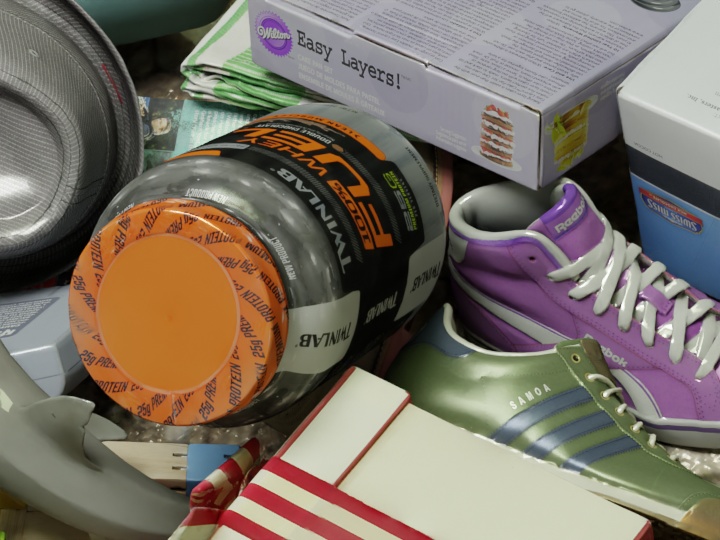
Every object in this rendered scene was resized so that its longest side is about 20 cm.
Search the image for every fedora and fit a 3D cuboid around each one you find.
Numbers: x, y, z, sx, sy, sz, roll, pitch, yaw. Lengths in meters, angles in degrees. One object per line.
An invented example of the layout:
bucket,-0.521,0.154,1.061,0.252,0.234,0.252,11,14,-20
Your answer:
fedora,-0.210,-0.072,1.486,0.200,0.090,0.177,30,100,-3

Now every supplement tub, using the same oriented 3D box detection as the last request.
supplement tub,-0.046,-0.002,1.328,0.122,0.123,0.200,6,15,19

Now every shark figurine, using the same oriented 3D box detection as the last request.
shark figurine,-0.111,0.082,1.337,0.214,0.090,0.128,21,51,-4

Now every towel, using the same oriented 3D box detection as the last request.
towel,0.024,-0.120,1.546,0.200,0.023,0.153,13,40,21

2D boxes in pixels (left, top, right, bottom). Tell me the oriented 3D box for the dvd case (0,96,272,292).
dvd case,-0.112,-0.021,1.542,0.199,0.022,0.146,4,73,19

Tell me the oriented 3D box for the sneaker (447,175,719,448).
sneaker,0.128,0.016,1.421,0.200,0.114,0.073,16,54,24

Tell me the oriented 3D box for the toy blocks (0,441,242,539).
toy blocks,-0.117,0.150,1.388,0.136,0.100,0.200,2,41,-1

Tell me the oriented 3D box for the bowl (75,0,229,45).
bowl,-0.172,-0.198,1.615,0.105,0.201,0.201,-35,50,-26

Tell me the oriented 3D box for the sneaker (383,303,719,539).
sneaker,0.104,0.073,1.381,0.200,0.067,0.090,17,69,14

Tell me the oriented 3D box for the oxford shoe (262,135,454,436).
oxford shoe,0.000,0.000,1.475,0.075,0.071,0.200,15,56,-2

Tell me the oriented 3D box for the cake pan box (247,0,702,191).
cake pan box,0.069,-0.130,1.495,0.200,0.052,0.184,25,40,31

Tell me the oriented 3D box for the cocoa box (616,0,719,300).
cocoa box,0.246,-0.047,1.432,0.200,0.131,0.133,27,60,32

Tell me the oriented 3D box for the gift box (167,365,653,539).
gift box,0.005,0.174,1.266,0.186,0.185,0.200,26,54,29

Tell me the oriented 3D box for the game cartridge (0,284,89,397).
game cartridge,-0.222,0.048,1.474,0.199,0.041,0.133,-7,11,20
